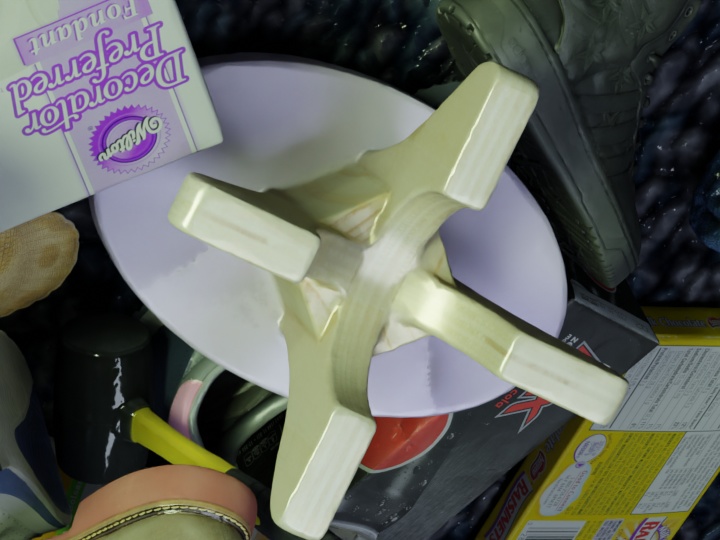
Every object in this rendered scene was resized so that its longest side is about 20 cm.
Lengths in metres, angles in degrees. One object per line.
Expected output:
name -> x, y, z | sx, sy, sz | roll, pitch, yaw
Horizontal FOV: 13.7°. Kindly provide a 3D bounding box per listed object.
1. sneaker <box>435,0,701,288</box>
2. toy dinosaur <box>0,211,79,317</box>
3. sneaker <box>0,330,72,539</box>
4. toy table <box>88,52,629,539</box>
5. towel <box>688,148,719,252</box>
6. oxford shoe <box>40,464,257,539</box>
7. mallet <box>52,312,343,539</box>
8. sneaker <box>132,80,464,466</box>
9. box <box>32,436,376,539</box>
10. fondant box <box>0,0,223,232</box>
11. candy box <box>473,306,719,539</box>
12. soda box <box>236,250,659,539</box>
sneaker -> 0.096, -0.086, 1.159 | 0.104, 0.060, 0.200 | -41, 135, -10
toy dinosaur -> -0.159, 0.004, 1.147 | 0.101, 0.058, 0.200 | 0, 136, -30
sneaker -> -0.189, 0.075, 1.130 | 0.115, 0.081, 0.199 | -18, 172, 9
toy table -> 0.000, 0.000, 1.120 | 0.199, 0.117, 0.184 | 12, 100, -18
towel -> 0.242, -0.036, 1.328 | 0.200, 0.049, 0.112 | 13, 128, -40
oxford shoe -> -0.114, 0.145, 1.138 | 0.070, 0.075, 0.200 | 22, 139, -28
mallet -> -0.055, 0.071, 1.154 | 0.041, 0.200, 0.066 | -17, 115, -36
sneaker -> -0.006, 0.008, 1.215 | 0.200, 0.082, 0.070 | -41, 140, 20
box -> -0.065, 0.151, 1.239 | 0.101, 0.200, 0.113 | 33, 76, -47
fondant box -> -0.143, -0.104, 1.003 | 0.144, 0.058, 0.200 | -22, 134, -3
candy box -> 0.126, 0.092, 1.434 | 0.102, 0.026, 0.200 | 0, 137, -32
soda box -> 0.030, 0.061, 1.314 | 0.200, 0.063, 0.071 | -42, 139, 21
